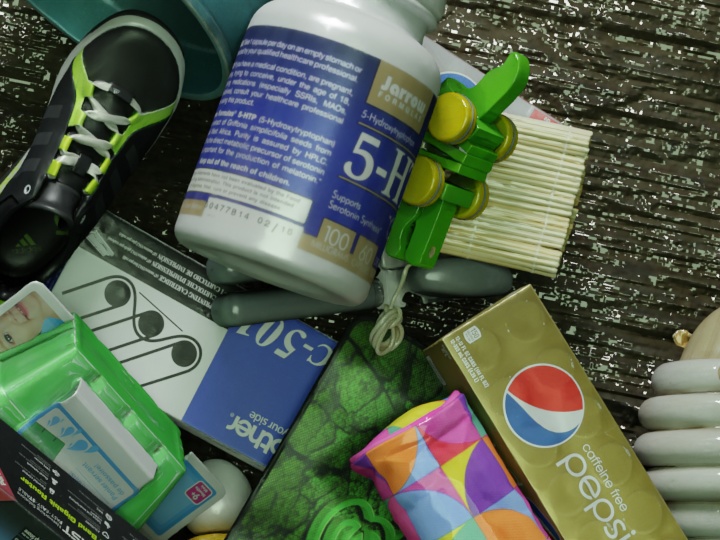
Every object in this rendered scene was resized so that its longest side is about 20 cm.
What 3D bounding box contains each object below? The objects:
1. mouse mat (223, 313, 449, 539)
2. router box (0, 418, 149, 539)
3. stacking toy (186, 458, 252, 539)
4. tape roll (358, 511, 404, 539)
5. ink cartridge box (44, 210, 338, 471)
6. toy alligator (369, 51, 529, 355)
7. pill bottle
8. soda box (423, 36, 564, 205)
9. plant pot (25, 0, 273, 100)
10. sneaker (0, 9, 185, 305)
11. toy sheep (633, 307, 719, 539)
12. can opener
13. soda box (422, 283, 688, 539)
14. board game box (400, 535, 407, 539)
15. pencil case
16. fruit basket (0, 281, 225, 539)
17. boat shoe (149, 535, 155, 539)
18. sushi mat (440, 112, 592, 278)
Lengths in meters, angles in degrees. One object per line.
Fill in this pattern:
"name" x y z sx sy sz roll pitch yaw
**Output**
"mouse mat" 0.019 0.147 1.178 0.161 0.008 0.200 31 78 -4
"router box" -0.194 0.197 1.082 0.150 0.062 0.200 -41 110 18
"stacking toy" -0.090 0.218 1.195 0.145 0.146 0.201 -2 75 -4
"tape roll" 0.070 0.236 1.214 0.199 0.048 0.201 0 89 -7
"ink cartridge box" -0.106 0.049 1.194 0.200 0.044 0.094 30 78 -16
"toy alligator" 0.039 -0.048 1.151 0.054 0.059 0.201 34 102 38
"pill bottle" -0.021 -0.091 1.097 0.119 0.120 0.201 20 84 -4
"soda box" 0.028 -0.118 1.215 0.200 0.070 0.064 32 91 -3
"plant pot" -0.111 -0.239 1.156 0.200 0.200 0.188 35 73 -3
"sneaker" -0.163 -0.056 1.108 0.072 0.083 0.200 26 111 -22
"toy sheep" 0.238 0.120 1.200 0.137 0.138 0.201 5 81 -4
"can opener" 0.000 0.000 1.193 0.199 0.066 0.053 -6 89 -27
"soda box" 0.121 0.113 1.139 0.068 0.064 0.200 -31 87 -13
"board game box" 0.080 0.193 1.166 0.120 0.032 0.200 40 77 2
"pencil case" 0.074 0.172 1.112 0.088 0.088 0.201 -29 87 -3
"fruit basket" -0.209 0.131 1.120 0.200 0.094 0.185 -39 111 -1
"boat shoe" -0.174 0.208 1.201 0.072 0.062 0.200 28 83 26
"sushi mat" 0.039 -0.060 1.180 0.199 0.012 0.096 12 100 0
